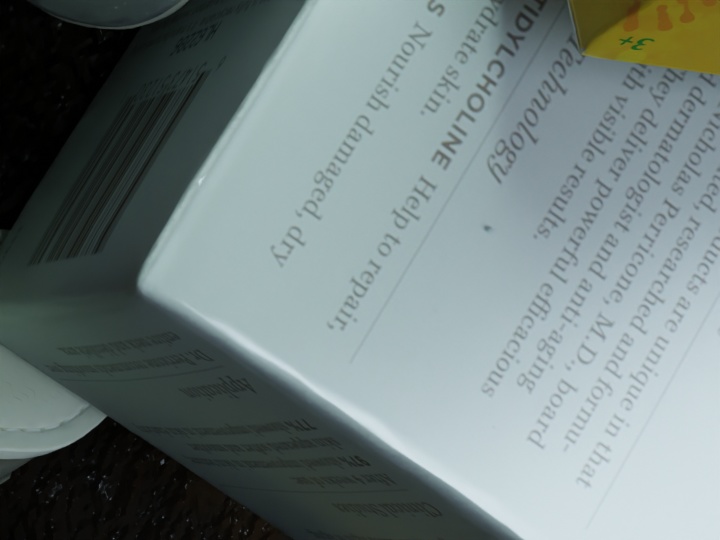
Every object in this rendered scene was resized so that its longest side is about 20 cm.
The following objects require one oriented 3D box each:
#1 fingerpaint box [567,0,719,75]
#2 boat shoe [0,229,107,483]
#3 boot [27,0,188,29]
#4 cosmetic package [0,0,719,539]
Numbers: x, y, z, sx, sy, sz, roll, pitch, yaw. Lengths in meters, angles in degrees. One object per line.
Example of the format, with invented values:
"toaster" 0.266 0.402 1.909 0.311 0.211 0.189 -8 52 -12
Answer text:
"fingerpaint box" 0.169 -0.103 0.672 0.199 0.167 0.074 5 65 -37
"boat shoe" -0.138 0.044 0.797 0.060 0.072 0.202 -42 172 36
"boot" -0.034 -0.147 0.755 0.154 0.073 0.204 86 20 -83
"cosmetic package" 0.034 -0.005 0.776 0.200 0.167 0.167 35 74 -18
